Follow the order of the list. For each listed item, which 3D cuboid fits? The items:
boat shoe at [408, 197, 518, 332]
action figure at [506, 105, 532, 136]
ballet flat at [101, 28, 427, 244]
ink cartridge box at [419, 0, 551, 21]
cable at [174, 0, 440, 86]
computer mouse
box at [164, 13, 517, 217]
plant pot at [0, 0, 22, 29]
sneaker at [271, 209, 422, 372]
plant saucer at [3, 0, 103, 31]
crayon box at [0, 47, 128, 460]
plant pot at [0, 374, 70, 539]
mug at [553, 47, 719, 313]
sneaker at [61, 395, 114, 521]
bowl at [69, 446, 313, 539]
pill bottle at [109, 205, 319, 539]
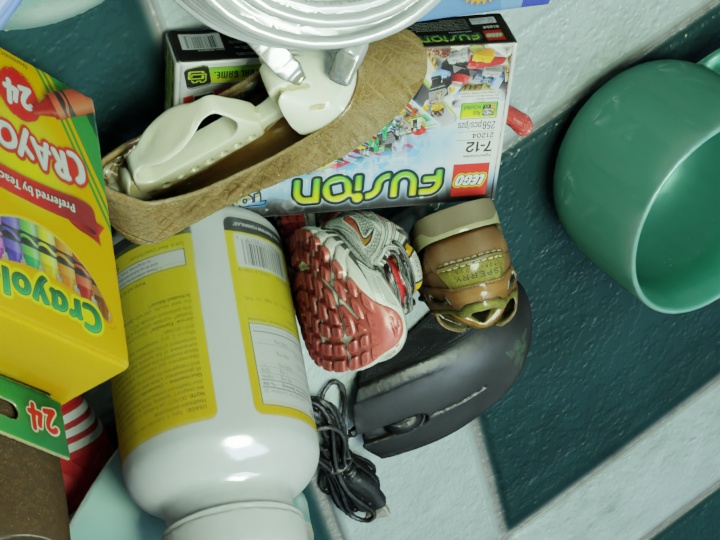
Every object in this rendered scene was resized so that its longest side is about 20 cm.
[{"bbox_3d":[0.063,0.007,1.263,0.071,0.069,0.200,-18,173,4],"label":"boat shoe"},{"bbox_3d":[0.037,-0.116,1.227,0.066,0.052,0.200,-49,137,8],"label":"action figure"},{"bbox_3d":[-0.059,-0.081,1.080,0.199,0.068,0.072,-25,155,9],"label":"ballet flat"},{"bbox_3d":[0.051,-0.218,1.138,0.199,0.076,0.138,-14,129,-35],"label":"ink cartridge box"},{"bbox_3d":[-0.025,-0.207,0.985,0.199,0.069,0.201,33,91,-25],"label":"cable"},{"bbox_3d":[0.051,0.087,1.391,0.200,0.053,0.139,-41,138,-9],"label":"computer mouse"},{"bbox_3d":[-0.013,-0.088,1.160,0.198,0.035,0.111,-5,127,-14],"label":"box"},{"bbox_3d":[-0.243,-0.190,0.820,0.201,0.180,0.200,-52,139,6],"label":"plant pot"},{"bbox_3d":[0.000,0.000,1.166,0.081,0.200,0.079,-7,108,-9],"label":"sneaker"},{"bbox_3d":[-0.150,-0.204,0.998,0.200,0.039,0.202,-24,134,-27],"label":"plant saucer"},{"bbox_3d":[-0.180,-0.018,0.996,0.051,0.202,0.127,-27,147,26],"label":"crayon box"},{"bbox_3d":[-0.228,0.098,1.025,0.186,0.200,0.188,-23,140,-21],"label":"plant pot"},{"bbox_3d":[0.218,-0.072,1.366,0.184,0.114,0.153,-28,135,-23],"label":"mug"},{"bbox_3d":[-0.235,0.137,1.178,0.200,0.078,0.116,-42,132,-26],"label":"sneaker"},{"bbox_3d":[-0.101,0.181,1.231,0.201,0.104,0.201,-53,161,-27],"label":"bowl"},{"bbox_3d":[-0.084,0.073,1.133,0.111,0.202,0.112,-9,154,-4],"label":"pill bottle"}]
